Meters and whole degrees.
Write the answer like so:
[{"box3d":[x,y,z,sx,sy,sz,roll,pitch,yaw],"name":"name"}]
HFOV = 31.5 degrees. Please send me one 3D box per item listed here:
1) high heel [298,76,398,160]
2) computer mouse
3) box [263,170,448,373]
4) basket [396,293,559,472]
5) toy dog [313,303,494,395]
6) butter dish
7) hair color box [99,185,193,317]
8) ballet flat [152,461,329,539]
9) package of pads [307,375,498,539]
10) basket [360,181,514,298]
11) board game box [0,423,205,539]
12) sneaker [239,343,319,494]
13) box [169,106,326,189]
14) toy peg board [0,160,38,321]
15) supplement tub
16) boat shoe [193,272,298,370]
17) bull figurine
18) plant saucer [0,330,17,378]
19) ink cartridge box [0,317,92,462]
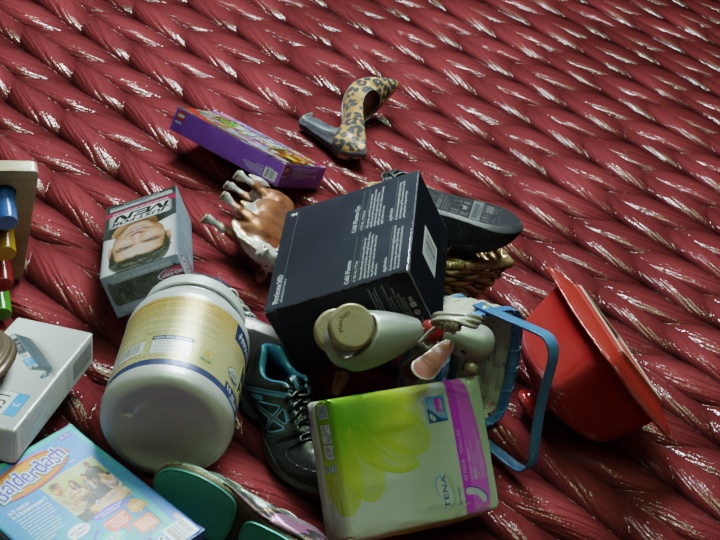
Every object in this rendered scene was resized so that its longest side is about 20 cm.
[{"box3d":[0.018,-0.241,2.050,0.199,0.072,0.142,-31,47,-27],"name":"high heel"},{"box3d":[0.108,-0.066,1.638,0.199,0.053,0.139,18,24,10],"name":"computer mouse"},{"box3d":[0.000,0.000,1.512,0.181,0.104,0.201,-15,35,19],"name":"box"},{"box3d":[0.143,0.118,1.501,0.138,0.177,0.200,-9,29,-37],"name":"basket"},{"box3d":[0.040,0.094,1.378,0.199,0.097,0.132,5,-8,12],"name":"toy dog"},{"box3d":[0.261,0.131,1.572,0.200,0.147,0.200,47,12,-40],"name":"butter dish"},{"box3d":[-0.265,-0.027,1.594,0.098,0.061,0.200,-18,29,1],"name":"hair color box"},{"box3d":[-0.119,0.253,1.313,0.199,0.069,0.071,27,17,10],"name":"ballet flat"},{"box3d":[0.047,0.204,1.374,0.199,0.068,0.156,-5,83,-29],"name":"package of pads"},{"box3d":[0.075,-0.042,1.684,0.200,0.149,0.143,48,2,38],"name":"basket"},{"box3d":[-0.278,0.250,1.261,0.199,0.045,0.152,33,38,24],"name":"board game box"},{"box3d":[-0.077,0.166,1.429,0.073,0.082,0.200,-10,43,-35],"name":"sneaker"},{"box3d":[-0.164,-0.181,1.885,0.199,0.039,0.137,29,13,20],"name":"box"},{"box3d":[-0.474,-0.024,1.459,0.199,0.200,0.098,-2,53,-23],"name":"toy peg board"},{"box3d":[-0.198,0.110,1.405,0.143,0.145,0.200,12,34,-5],"name":"supplement tub"},{"box3d":[-0.154,0.057,1.558,0.199,0.075,0.093,18,41,5],"name":"boat shoe"},{"box3d":[-0.144,-0.064,1.733,0.121,0.065,0.200,39,22,-10],"name":"bull figurine"},{"box3d":[-0.458,0.106,1.332,0.199,0.030,0.200,-12,24,6],"name":"plant saucer"},{"box3d":[-0.405,0.116,1.365,0.175,0.045,0.200,10,28,8],"name":"ink cartridge box"}]
